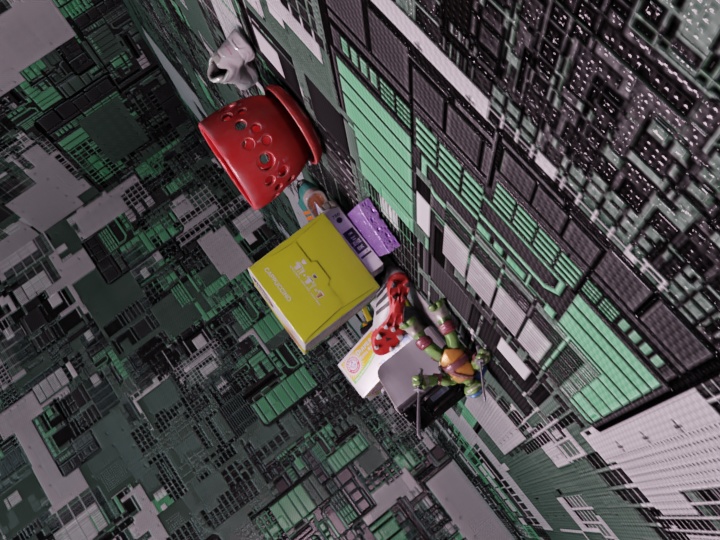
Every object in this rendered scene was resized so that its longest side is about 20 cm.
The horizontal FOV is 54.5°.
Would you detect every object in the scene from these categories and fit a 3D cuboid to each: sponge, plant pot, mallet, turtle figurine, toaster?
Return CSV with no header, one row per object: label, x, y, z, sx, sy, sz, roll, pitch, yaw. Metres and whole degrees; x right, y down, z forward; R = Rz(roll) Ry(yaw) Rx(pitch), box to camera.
sponge,0.022,-0.082,1.409,0.112,0.030,0.200,55,173,-3
plant pot,-0.190,-0.250,1.366,0.201,0.182,0.201,51,172,10
mallet,-0.007,0.080,1.696,0.201,0.066,0.041,58,180,10
turtle figurine,0.157,0.163,1.281,0.195,0.199,0.144,57,138,4
toaster,0.148,0.228,1.481,0.119,0.200,0.181,51,180,32

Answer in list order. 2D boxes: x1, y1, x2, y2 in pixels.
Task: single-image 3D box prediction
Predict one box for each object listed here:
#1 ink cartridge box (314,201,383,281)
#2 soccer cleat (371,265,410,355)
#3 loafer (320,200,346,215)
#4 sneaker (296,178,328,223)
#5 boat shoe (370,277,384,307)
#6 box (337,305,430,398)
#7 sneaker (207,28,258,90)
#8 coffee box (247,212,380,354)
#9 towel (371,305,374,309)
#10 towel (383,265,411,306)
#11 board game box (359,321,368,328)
ink cartridge box,-0.023,-0.067,1.496,0.200,0.039,0.100,51,173,12
soccer cleat,0.061,0.086,1.501,0.085,0.068,0.202,-120,37,-62
loafer,-0.025,-0.073,1.604,0.201,0.070,0.070,59,180,19
sneaker,-0.109,-0.152,1.755,0.080,0.071,0.201,51,166,37
boat shoe,-0.001,0.001,1.637,0.202,0.074,0.065,49,159,22
box,0.062,0.185,1.592,0.101,0.200,0.112,49,-160,24
sneaker,-0.268,-0.414,1.424,0.078,0.099,0.200,52,172,5
coffee box,-0.101,0.033,1.499,0.200,0.199,0.198,52,169,7
towel,0.085,0.142,1.988,0.200,0.032,0.192,41,165,55
towel,0.066,0.026,1.654,0.201,0.018,0.086,56,173,-17
board game box,0.102,0.180,1.726,0.199,0.024,0.105,17,160,26
